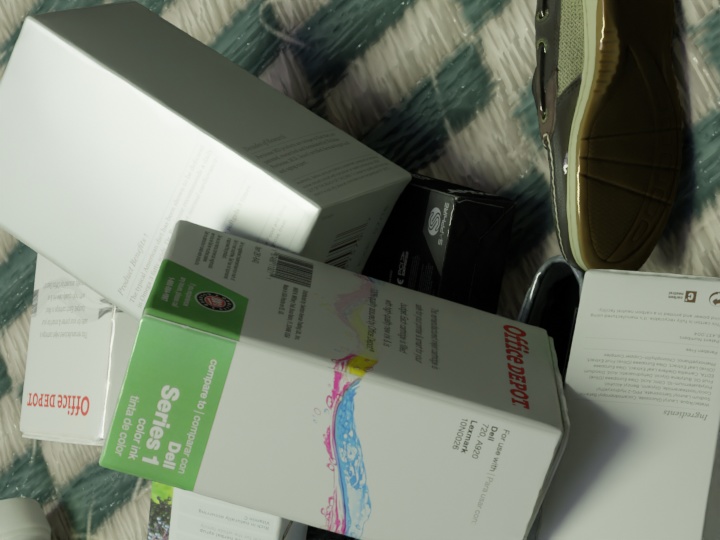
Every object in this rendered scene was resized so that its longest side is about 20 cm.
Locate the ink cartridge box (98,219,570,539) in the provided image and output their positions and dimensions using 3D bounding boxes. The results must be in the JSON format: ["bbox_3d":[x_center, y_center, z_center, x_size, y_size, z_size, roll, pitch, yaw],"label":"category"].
[{"bbox_3d":[-0.011,0.059,1.033,0.200,0.145,0.084,17,108,-4],"label":"ink cartridge box"}]

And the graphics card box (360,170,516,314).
[{"bbox_3d":[0.000,0.000,1.245,0.200,0.051,0.126,18,100,52],"label":"graphics card box"}]

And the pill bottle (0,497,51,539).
[{"bbox_3d":[-0.225,0.264,1.471,0.116,0.116,0.200,-43,65,38],"label":"pill bottle"}]

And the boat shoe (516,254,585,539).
[{"bbox_3d":[0.098,0.090,1.136,0.072,0.068,0.200,11,84,33],"label":"boat shoe"}]

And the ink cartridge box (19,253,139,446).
[{"bbox_3d":[-0.143,0.009,1.339,0.146,0.083,0.200,-3,81,62],"label":"ink cartridge box"}]

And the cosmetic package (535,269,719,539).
[{"bbox_3d":[0.140,0.112,1.039,0.085,0.108,0.200,5,64,21],"label":"cosmetic package"}]

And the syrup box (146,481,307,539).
[{"bbox_3d":[-0.076,0.150,1.253,0.079,0.081,0.200,14,124,8],"label":"syrup box"}]

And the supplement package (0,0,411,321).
[{"bbox_3d":[-0.097,-0.047,1.176,0.200,0.117,0.117,34,114,16],"label":"supplement package"}]

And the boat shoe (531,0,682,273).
[{"bbox_3d":[0.124,-0.094,1.132,0.065,0.073,0.200,-4,79,54],"label":"boat shoe"}]
